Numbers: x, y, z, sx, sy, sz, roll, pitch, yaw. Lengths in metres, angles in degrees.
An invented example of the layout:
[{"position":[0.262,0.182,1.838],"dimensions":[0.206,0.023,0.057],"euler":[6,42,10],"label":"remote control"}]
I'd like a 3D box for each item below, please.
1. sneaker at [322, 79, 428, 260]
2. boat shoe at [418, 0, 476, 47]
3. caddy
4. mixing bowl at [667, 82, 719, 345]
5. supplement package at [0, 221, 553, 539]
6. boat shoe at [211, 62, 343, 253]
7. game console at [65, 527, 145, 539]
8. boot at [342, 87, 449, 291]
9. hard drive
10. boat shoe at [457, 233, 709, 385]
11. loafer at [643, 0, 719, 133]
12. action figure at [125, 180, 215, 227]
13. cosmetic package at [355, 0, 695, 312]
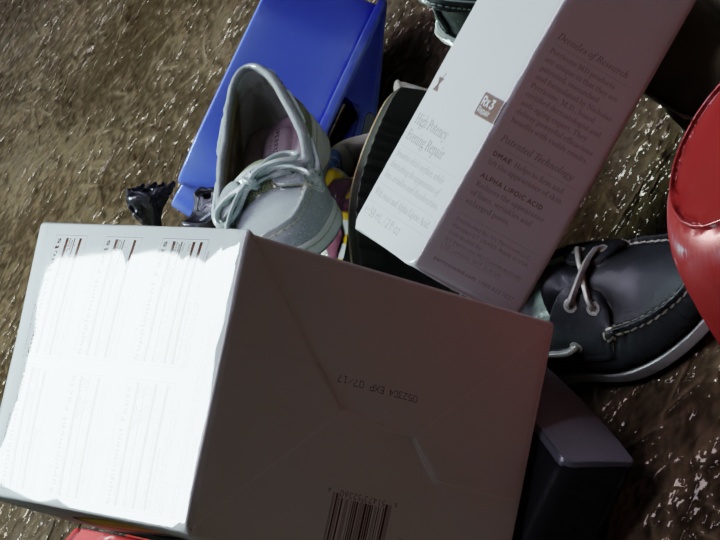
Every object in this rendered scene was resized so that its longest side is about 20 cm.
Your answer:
[{"position":[-0.004,-0.028,1.766],"dimensions":[0.200,0.090,0.075],"euler":[-52,25,16],"label":"sneaker"},{"position":[0.076,-0.159,1.720],"dimensions":[0.200,0.072,0.071],"euler":[-11,-59,-64],"label":"boat shoe"},{"position":[-0.044,-0.099,1.919],"dimensions":[0.141,0.105,0.201],"euler":[123,171,-76],"label":"caddy"},{"position":[0.212,-0.036,1.331],"dimensions":[0.200,0.108,0.200],"euler":[-45,26,29],"label":"mixing bowl"},{"position":[-0.049,0.069,1.441],"dimensions":[0.200,0.191,0.148],"euler":[3,78,55],"label":"supplement package"},{"position":[-0.055,-0.054,1.668],"dimensions":[0.074,0.065,0.202],"euler":[-25,24,14],"label":"boat shoe"},{"position":[-0.077,0.221,1.500],"dimensions":[0.031,0.200,0.177],"euler":[-38,16,-27],"label":"game console"},{"position":[0.000,0.000,1.703],"dimensions":[0.138,0.077,0.201],"euler":[-15,65,64],"label":"boot"},{"position":[0.051,0.102,1.494],"dimensions":[0.200,0.042,0.135],"euler":[42,111,53],"label":"hard drive"},{"position":[0.115,0.019,1.512],"dimensions":[0.200,0.060,0.076],"euler":[-28,38,50],"label":"boat shoe"},{"position":[0.169,-0.118,1.558],"dimensions":[0.075,0.070,0.200],"euler":[-58,23,3],"label":"loafer"},{"position":[-0.097,0.044,1.849],"dimensions":[0.118,0.102,0.201],"euler":[1,101,28],"label":"action figure"},{"position":[0.085,-0.085,1.520],"dimensions":[0.200,0.074,0.102],"euler":[-63,24,3],"label":"cosmetic package"}]
